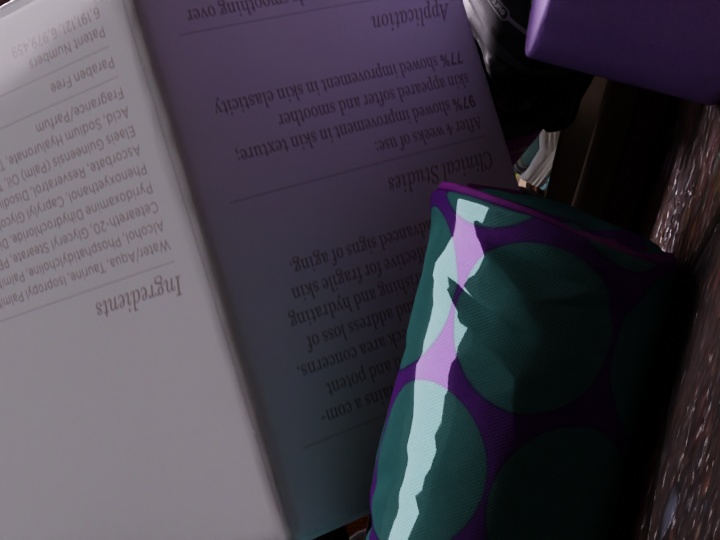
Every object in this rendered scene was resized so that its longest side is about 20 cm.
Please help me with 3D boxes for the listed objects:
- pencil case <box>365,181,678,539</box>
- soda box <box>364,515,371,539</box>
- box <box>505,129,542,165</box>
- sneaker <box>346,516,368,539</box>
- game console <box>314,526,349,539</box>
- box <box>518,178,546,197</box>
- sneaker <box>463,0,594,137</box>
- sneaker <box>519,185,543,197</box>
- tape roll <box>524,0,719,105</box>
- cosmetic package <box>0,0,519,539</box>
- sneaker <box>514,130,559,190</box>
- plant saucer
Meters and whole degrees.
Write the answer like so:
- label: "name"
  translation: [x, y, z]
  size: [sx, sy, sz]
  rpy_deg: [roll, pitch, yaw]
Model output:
- label: "pencil case"
  translation: [0.037, 0.076, 0.673]
  size: [0.092, 0.085, 0.202]
  rpy_deg: [-154, 78, -71]
- label: "soda box"
  translation: [0.046, 0.080, 0.992]
  size: [0.201, 0.070, 0.064]
  rpy_deg: [-76, -1, -47]
- label: "box"
  translation: [0.000, 0.000, 0.960]
  size: [0.200, 0.036, 0.143]
  rpy_deg: [-53, -8, 16]
- label: "sneaker"
  translation: [0.024, 0.082, 1.086]
  size: [0.073, 0.077, 0.200]
  rpy_deg: [-43, -7, 27]
- label: "game console"
  translation: [-0.039, 0.194, 0.962]
  size: [0.177, 0.031, 0.201]
  rpy_deg: [-40, 64, 52]
- label: "box"
  translation: [0.089, 0.022, 1.342]
  size: [0.164, 0.021, 0.201]
  rpy_deg: [-75, -1, -65]
- label: "sneaker"
  translation: [0.060, -0.097, 0.873]
  size: [0.200, 0.076, 0.084]
  rpy_deg: [-31, -41, -87]
- label: "sneaker"
  translation: [0.038, -0.001, 1.137]
  size: [0.106, 0.199, 0.075]
  rpy_deg: [-26, 86, 64]
- label: "tape roll"
  translation: [0.107, -0.157, 0.681]
  size: [0.200, 0.065, 0.202]
  rpy_deg: [-166, 90, -90]
- label: "cosmetic package"
  translation: [-0.051, -0.007, 0.788]
  size: [0.167, 0.166, 0.201]
  rpy_deg: [-16, -90, -47]
- label: "sneaker"
  translation: [0.092, -0.127, 1.094]
  size: [0.078, 0.086, 0.201]
  rpy_deg: [-76, 0, -52]
- label: "plant saucer"
  translation: [0.108, -0.080, 0.887]
  size: [0.200, 0.029, 0.202]
  rpy_deg: [14, -90, -89]
